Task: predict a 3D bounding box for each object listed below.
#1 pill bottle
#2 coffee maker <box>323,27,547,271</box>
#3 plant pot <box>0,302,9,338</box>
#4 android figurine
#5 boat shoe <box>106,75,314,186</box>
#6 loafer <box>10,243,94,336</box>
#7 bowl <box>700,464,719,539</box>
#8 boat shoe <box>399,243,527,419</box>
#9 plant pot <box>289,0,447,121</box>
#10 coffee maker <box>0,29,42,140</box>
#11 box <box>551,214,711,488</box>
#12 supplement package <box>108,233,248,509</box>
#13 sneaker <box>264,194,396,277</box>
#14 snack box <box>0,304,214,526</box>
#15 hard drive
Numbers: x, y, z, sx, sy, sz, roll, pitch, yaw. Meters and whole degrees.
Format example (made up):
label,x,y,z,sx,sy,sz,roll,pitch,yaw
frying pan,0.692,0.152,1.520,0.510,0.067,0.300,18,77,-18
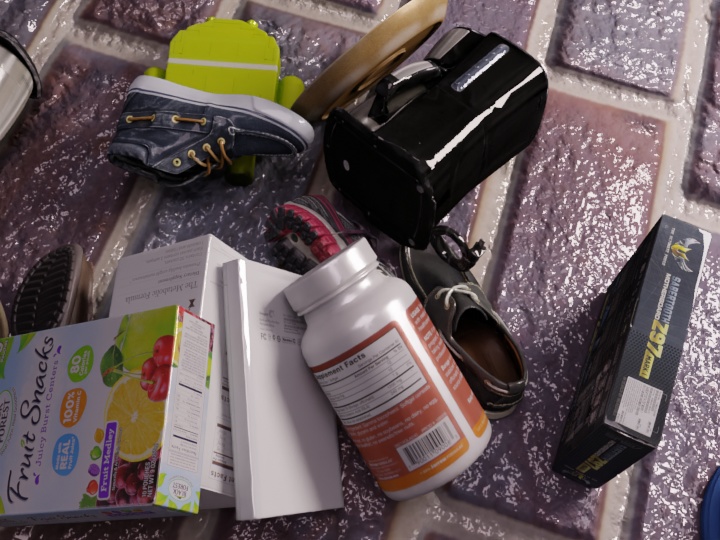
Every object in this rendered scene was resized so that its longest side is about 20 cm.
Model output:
label,x,y,z,sx,sy,sz,roll,pitch,yaw
pill bottle,0.019,0.081,0.719,0.111,0.112,0.202,-32,93,-16
coffee maker,0.092,-0.122,0.828,0.199,0.135,0.193,-39,88,-26
plant pot,-0.432,0.071,0.705,0.170,0.201,0.203,12,64,20
android figurine,-0.149,-0.188,0.904,0.177,0.041,0.204,2,68,-1
boat shoe,-0.148,-0.122,0.827,0.196,0.071,0.093,13,71,10
loafer,-0.274,0.075,0.770,0.072,0.071,0.204,-11,64,23
bowl,0.403,0.241,0.742,0.196,0.040,0.205,1,65,-2
boat shoe,0.099,0.038,0.803,0.071,0.068,0.202,-22,65,-11
plant pot,0.014,-0.210,0.848,0.199,0.200,0.028,-40,94,-18
coffee maker,-0.440,-0.141,0.835,0.188,0.135,0.203,5,62,25
box,0.236,0.076,0.742,0.050,0.158,0.203,22,65,7
supplement package,-0.147,0.092,0.719,0.112,0.109,0.204,-13,61,28
sneaker,0.000,0.000,0.812,0.200,0.081,0.074,47,40,8
snack box,-0.209,0.115,0.641,0.196,0.053,0.145,-11,63,26
hard drive,-0.064,0.101,0.717,0.026,0.131,0.205,-13,74,28
